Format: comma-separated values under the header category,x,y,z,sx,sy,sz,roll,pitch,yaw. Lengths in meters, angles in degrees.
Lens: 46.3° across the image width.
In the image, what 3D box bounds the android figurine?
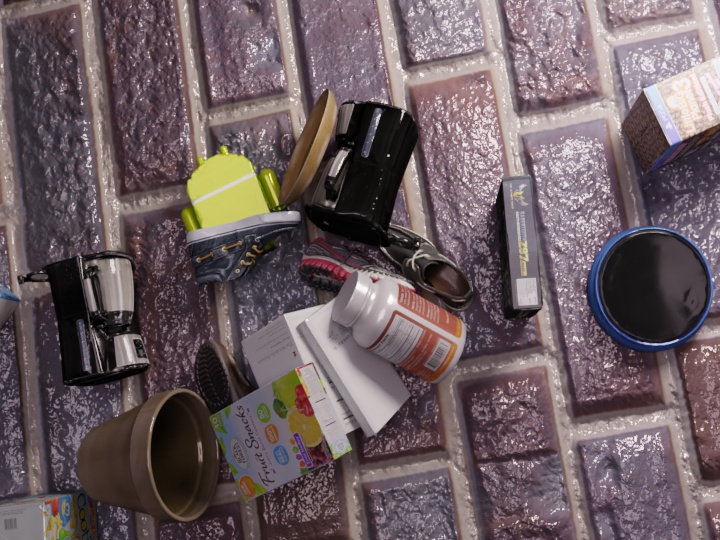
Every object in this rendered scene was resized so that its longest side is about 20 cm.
category,x,y,z,sx,sy,sz,roll,pitch,yaw
android figurine,-0.220,-0.112,1.436,0.179,0.041,0.203,-26,83,3

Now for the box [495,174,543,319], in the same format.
category,x,y,z,sx,sy,sz,roll,pitch,yaw
box,0.247,-0.031,1.322,0.050,0.158,0.205,-3,81,4

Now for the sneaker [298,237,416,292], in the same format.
category,x,y,z,sx,sy,sz,roll,pitch,yaw
sneaker,0.000,0.000,1.385,0.196,0.081,0.076,19,54,0

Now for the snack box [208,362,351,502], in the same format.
category,x,y,z,sx,sy,sz,roll,pitch,yaw
snack box,-0.124,0.245,1.266,0.198,0.053,0.145,-31,79,31

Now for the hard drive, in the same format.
category,x,y,z,sx,sy,sz,roll,pitch,yaw
hard drive,-0.006,0.143,1.326,0.026,0.131,0.202,-31,92,35

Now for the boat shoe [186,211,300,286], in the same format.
category,x,y,z,sx,sy,sz,roll,pitch,yaw
boat shoe,-0.185,-0.036,1.378,0.196,0.071,0.093,-13,87,10

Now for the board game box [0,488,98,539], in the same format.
category,x,y,z,sx,sy,sz,roll,pitch,yaw
board game box,-0.494,0.407,1.312,0.102,0.200,0.106,-8,82,3

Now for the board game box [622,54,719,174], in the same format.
category,x,y,z,sx,sy,sz,roll,pitch,yaw
board game box,0.535,-0.255,1.323,0.196,0.160,0.099,-23,80,1

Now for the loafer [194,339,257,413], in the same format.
category,x,y,z,sx,sy,sz,roll,pitch,yaw
loafer,-0.207,0.208,1.384,0.072,0.071,0.203,-31,80,29

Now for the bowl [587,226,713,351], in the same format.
category,x,y,z,sx,sy,sz,roll,pitch,yaw
bowl,0.467,0.028,1.353,0.196,0.039,0.206,-1,82,6

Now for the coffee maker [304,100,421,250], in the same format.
category,x,y,z,sx,sy,sz,roll,pitch,yaw
coffee maker,0.027,-0.152,1.363,0.189,0.135,0.204,21,77,-8

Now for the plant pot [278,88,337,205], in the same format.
category,x,y,z,sx,sy,sz,roll,pitch,yaw
plant pot,-0.082,-0.195,1.364,0.027,0.200,0.204,22,85,-13

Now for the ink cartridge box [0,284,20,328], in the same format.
category,x,y,z,sx,sy,sz,roll,pitch,yaw
ink cartridge box,-0.710,0.038,1.419,0.198,0.129,0.126,34,87,10

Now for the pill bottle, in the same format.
category,x,y,z,sx,sy,sz,roll,pitch,yaw
pill bottle,0.058,0.084,1.316,0.198,0.112,0.114,29,85,-15

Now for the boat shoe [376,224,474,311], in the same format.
category,x,y,z,sx,sy,sz,roll,pitch,yaw
boat shoe,0.104,-0.013,1.380,0.199,0.068,0.072,39,88,12

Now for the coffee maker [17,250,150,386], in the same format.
category,x,y,z,sx,sy,sz,roll,pitch,yaw
coffee maker,-0.453,0.088,1.401,0.189,0.134,0.205,-16,79,27

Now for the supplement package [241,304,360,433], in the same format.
category,x,y,z,sx,sy,sz,roll,pitch,yaw
supplement package,-0.083,0.175,1.330,0.113,0.109,0.203,-31,78,34

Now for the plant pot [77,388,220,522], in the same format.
category,x,y,z,sx,sy,sz,roll,pitch,yaw
plant pot,-0.344,0.299,1.331,0.170,0.199,0.205,-10,81,20
